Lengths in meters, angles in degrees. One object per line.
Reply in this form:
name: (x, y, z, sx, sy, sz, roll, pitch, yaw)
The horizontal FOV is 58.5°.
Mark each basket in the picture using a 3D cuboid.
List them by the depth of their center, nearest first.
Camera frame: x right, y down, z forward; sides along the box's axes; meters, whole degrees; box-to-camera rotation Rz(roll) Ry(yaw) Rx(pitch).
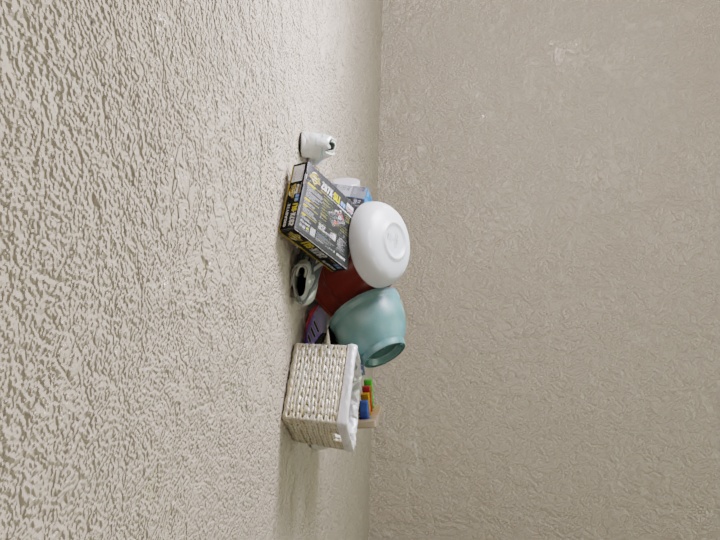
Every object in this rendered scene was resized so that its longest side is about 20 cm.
basket: (-0.084, 0.302, 1.527, 0.200, 0.155, 0.205, 82, 12, -59)

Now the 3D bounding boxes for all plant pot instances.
plant pot: (0.036, 0.156, 1.612, 0.202, 0.196, 0.136, 80, -16, -63)
plant pot: (0.000, 0.000, 1.651, 0.194, 0.198, 0.205, -37, -149, 38)

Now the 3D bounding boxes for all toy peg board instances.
toy peg board: (-0.047, 0.362, 1.755, 0.199, 0.193, 0.101, 3, 82, -83)

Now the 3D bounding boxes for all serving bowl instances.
serving bowl: (0.058, -0.065, 1.504, 0.197, 0.065, 0.207, 13, 73, -48)

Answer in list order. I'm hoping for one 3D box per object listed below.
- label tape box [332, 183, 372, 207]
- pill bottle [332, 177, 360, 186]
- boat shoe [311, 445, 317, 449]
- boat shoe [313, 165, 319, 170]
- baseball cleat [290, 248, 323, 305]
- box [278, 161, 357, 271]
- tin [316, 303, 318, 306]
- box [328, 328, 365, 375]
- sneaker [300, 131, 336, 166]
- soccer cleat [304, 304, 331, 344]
label tape box: (-0.023, -0.164, 1.628, 0.144, 0.193, 0.068, -77, 171, -64)
pill bottle: (-0.042, -0.170, 1.947, 0.113, 0.108, 0.206, -73, 164, -66)
boat shoe: (-0.105, 0.468, 1.846, 0.200, 0.070, 0.070, 57, 14, -68)
boat shoe: (-0.107, -0.165, 1.507, 0.073, 0.074, 0.205, 84, 10, -54)
baseball cleat: (-0.117, -0.024, 1.492, 0.107, 0.067, 0.206, 74, 20, -70)
box: (-0.087, -0.113, 1.409, 0.199, 0.048, 0.164, 37, 53, -47)
tin: (-0.063, 0.084, 1.831, 0.199, 0.041, 0.115, -30, 137, -55)
box: (-0.046, 0.220, 1.906, 0.199, 0.049, 0.163, -172, -107, -73)
sneaker: (-0.094, -0.294, 1.570, 0.200, 0.077, 0.073, -39, 130, -83)
soccer cleat: (-0.116, 0.145, 1.667, 0.202, 0.072, 0.069, -61, -179, -39)
